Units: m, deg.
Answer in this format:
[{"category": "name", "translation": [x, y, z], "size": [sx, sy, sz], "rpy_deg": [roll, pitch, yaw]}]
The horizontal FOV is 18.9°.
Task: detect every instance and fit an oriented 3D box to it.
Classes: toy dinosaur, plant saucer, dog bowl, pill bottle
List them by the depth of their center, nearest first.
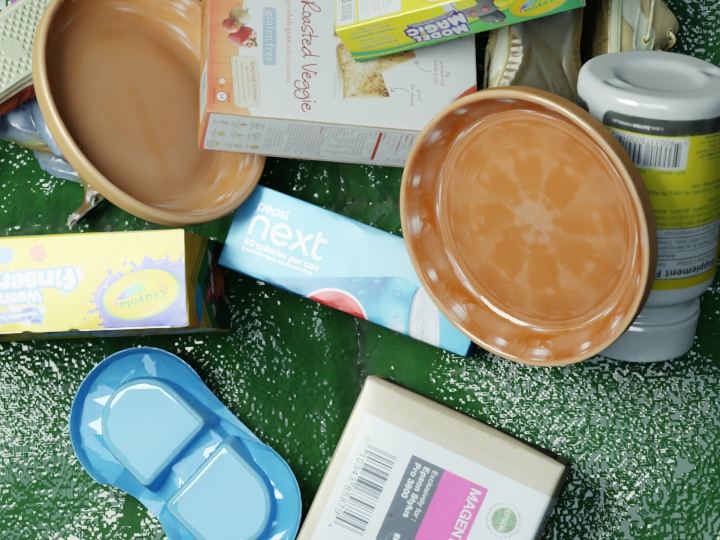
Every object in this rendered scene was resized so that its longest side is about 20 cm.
[{"category": "plant saucer", "translation": [0.118, -0.032, 1.509], "size": [0.199, 0.032, 0.202], "rpy_deg": [15, 118, 30]}, {"category": "pill bottle", "translation": [0.201, -0.045, 1.538], "size": [0.113, 0.114, 0.201], "rpy_deg": [7, 115, 7]}, {"category": "plant saucer", "translation": [-0.155, -0.121, 1.562], "size": [0.037, 0.200, 0.201], "rpy_deg": [-29, 83, 43]}, {"category": "dog bowl", "translation": [-0.128, 0.146, 1.631], "size": [0.200, 0.050, 0.112], "rpy_deg": [44, 93, 7]}, {"category": "toy dinosaur", "translation": [-0.261, -0.117, 1.640], "size": [0.200, 0.105, 0.182], "rpy_deg": [-42, 90, -23]}]

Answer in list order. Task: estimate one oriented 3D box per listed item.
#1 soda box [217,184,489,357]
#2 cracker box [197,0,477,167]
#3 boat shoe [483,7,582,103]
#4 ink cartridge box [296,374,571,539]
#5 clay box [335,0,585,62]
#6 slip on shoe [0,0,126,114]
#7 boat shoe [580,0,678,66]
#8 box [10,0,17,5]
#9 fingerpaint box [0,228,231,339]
[{"category": "soda box", "translation": [0.000, 0.000, 1.615], "size": [0.199, 0.064, 0.068], "rpy_deg": [20, 90, 8]}, {"category": "cracker box", "translation": [-0.016, -0.150, 1.577], "size": [0.199, 0.058, 0.135], "rpy_deg": [4, 62, -10]}, {"category": "boat shoe", "translation": [0.128, -0.144, 1.595], "size": [0.073, 0.066, 0.201], "rpy_deg": [8, 98, -6]}, {"category": "ink cartridge box", "translation": [0.042, 0.199, 1.595], "size": [0.164, 0.075, 0.201], "rpy_deg": [23, 89, 8]}, {"category": "clay box", "translation": [0.081, -0.225, 1.525], "size": [0.199, 0.048, 0.116], "rpy_deg": [-11, 59, 17]}, {"category": "slip on shoe", "translation": [-0.241, -0.159, 1.585], "size": [0.200, 0.061, 0.074], "rpy_deg": [-31, 88, -34]}, {"category": "boat shoe", "translation": [0.200, -0.185, 1.595], "size": [0.066, 0.074, 0.201], "rpy_deg": [2, 95, -14]}, {"category": "box", "translation": [-0.197, -0.232, 1.663], "size": [0.142, 0.036, 0.201], "rpy_deg": [-1, 89, 7]}, {"category": "fingerpaint box", "translation": [-0.207, 0.012, 1.588], "size": [0.199, 0.167, 0.074], "rpy_deg": [-3, 87, 7]}]
